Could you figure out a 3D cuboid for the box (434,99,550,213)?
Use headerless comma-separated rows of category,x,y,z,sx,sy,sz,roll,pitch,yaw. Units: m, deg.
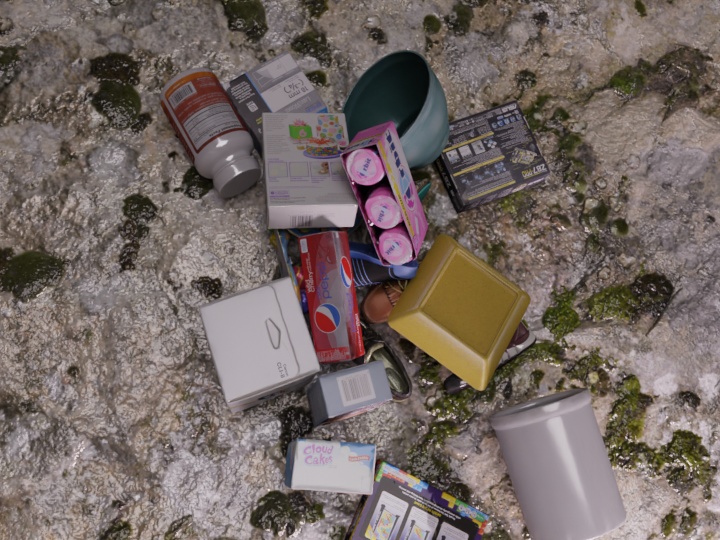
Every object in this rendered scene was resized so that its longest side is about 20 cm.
box,0.241,-0.219,1.241,0.196,0.049,0.164,-21,78,-15

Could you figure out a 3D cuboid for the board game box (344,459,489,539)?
board game box,0.084,0.422,1.033,0.197,0.057,0.168,28,74,-2

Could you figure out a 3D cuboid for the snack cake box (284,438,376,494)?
snack cake box,-0.051,0.291,0.968,0.112,0.200,0.069,8,72,-8

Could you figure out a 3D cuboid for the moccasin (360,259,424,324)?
moccasin,0.089,0.030,1.127,0.198,0.078,0.075,-23,91,-16

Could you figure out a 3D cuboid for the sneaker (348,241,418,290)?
sneaker,0.000,0.000,1.104,0.196,0.070,0.080,12,113,15

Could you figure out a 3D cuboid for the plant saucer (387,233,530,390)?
plant saucer,0.174,0.058,1.078,0.198,0.049,0.202,35,66,1

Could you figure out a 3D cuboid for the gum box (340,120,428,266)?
gum box,0.044,-0.118,1.038,0.065,0.114,0.203,-13,114,22

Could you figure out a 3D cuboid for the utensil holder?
utensil holder,0.316,0.311,1.048,0.166,0.170,0.204,-13,79,-13

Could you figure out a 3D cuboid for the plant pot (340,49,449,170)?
plant pot,0.077,-0.262,1.159,0.133,0.197,0.205,30,65,-44

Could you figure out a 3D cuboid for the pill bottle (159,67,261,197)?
pill bottle,-0.253,-0.234,1.123,0.111,0.112,0.202,-28,82,-16

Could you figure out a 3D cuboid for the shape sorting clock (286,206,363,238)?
shape sorting clock,-0.071,-0.150,1.157,0.195,0.039,0.205,2,83,-17

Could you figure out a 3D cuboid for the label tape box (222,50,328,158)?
label tape box,-0.136,-0.275,1.180,0.143,0.063,0.202,-33,82,-16

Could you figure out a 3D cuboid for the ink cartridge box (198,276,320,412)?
ink cartridge box,-0.155,0.119,0.996,0.142,0.200,0.148,-18,78,-14

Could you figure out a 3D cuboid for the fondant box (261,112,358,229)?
fondant box,-0.087,-0.166,1.066,0.141,0.059,0.204,-2,58,-10

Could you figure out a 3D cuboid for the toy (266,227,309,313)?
toy,-0.105,0.014,1.078,0.046,0.115,0.204,-17,78,-12

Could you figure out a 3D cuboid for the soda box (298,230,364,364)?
soda box,-0.045,0.042,1.041,0.062,0.070,0.205,-8,88,19

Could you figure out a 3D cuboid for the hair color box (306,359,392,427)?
hair color box,-0.022,0.192,1.000,0.097,0.200,0.062,-13,76,-13

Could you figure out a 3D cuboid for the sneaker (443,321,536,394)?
sneaker,0.202,0.125,1.135,0.197,0.076,0.117,-26,74,-25

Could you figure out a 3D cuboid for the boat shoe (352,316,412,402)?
boat shoe,0.018,0.135,1.094,0.072,0.066,0.201,-41,85,-18

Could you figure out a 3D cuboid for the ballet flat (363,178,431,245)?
ballet flat,0.054,-0.095,1.168,0.074,0.068,0.202,27,75,8
